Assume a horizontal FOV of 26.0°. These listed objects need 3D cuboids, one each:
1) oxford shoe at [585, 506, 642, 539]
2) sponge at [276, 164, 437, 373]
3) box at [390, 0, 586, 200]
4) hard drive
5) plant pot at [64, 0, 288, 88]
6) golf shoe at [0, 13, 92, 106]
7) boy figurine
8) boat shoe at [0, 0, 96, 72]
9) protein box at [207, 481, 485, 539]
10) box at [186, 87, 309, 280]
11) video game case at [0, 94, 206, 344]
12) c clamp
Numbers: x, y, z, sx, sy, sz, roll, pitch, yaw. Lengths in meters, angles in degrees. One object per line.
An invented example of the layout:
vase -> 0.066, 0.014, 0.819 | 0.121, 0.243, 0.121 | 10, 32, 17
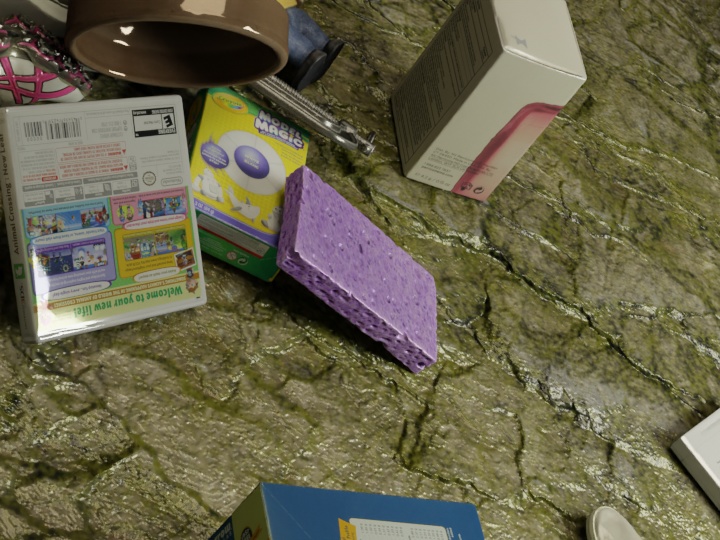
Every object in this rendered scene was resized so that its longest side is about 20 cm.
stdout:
oxford shoe -> 0.277, 0.298, 1.428 | 0.075, 0.058, 0.201 | -10, 59, -41
sponge -> 0.000, 0.000, 1.448 | 0.200, 0.030, 0.112 | 39, 36, -33
box -> 0.131, -0.192, 1.645 | 0.108, 0.200, 0.129 | 16, 45, -26
hard drive -> 0.421, 0.237, 1.626 | 0.131, 0.027, 0.201 | -22, 69, -48
plant pot -> -0.162, -0.274, 1.393 | 0.198, 0.199, 0.177 | 7, 77, -34
golf shoe -> -0.319, -0.179, 1.368 | 0.073, 0.092, 0.199 | 52, 17, 27
boy figurine -> -0.112, -0.279, 1.635 | 0.200, 0.065, 0.124 | 42, 39, 2
boat shoe -> -0.299, -0.238, 1.445 | 0.199, 0.071, 0.064 | 15, 43, -42
protein box -> -0.005, 0.282, 1.149 | 0.198, 0.135, 0.200 | 11, 48, -32
box -> -0.112, -0.095, 1.468 | 0.116, 0.048, 0.201 | 26, 40, -19
video game case -> -0.210, -0.047, 1.282 | 0.199, 0.022, 0.185 | -13, 98, -53
c clamp -> -0.067, -0.168, 1.561 | 0.199, 0.027, 0.171 | 34, 12, -10
